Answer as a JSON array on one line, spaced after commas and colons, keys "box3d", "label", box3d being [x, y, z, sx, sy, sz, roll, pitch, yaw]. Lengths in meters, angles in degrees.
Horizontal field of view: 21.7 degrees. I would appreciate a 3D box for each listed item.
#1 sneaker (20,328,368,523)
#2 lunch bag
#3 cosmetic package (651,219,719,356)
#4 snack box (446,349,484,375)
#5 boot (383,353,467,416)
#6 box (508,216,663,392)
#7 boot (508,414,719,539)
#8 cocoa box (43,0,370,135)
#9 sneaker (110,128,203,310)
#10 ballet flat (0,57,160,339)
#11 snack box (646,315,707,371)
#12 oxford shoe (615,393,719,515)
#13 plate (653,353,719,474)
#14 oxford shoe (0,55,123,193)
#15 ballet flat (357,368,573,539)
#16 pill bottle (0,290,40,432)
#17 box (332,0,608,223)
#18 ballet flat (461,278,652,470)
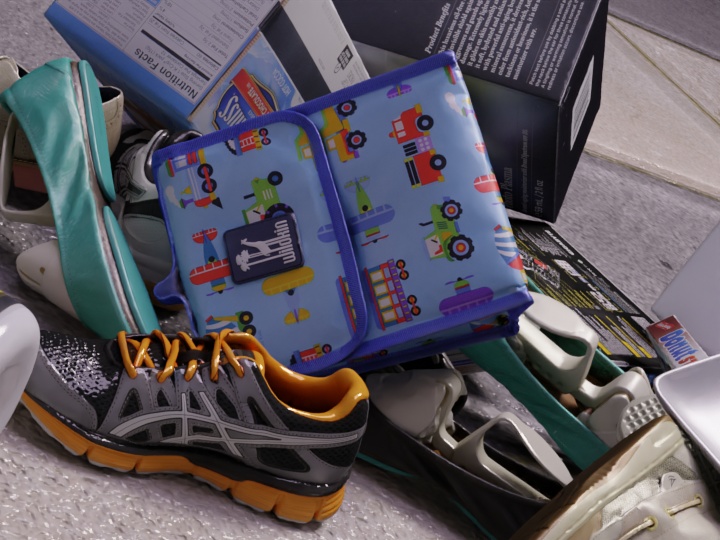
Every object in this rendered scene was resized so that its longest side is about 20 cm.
[{"box3d": [-0.086, 0.062, 0.956, 0.199, 0.078, 0.078, 19, 24, -25], "label": "sneaker"}, {"box3d": [-0.021, -0.016, 1.063, 0.094, 0.199, 0.152, 93, -20, -77], "label": "lunch bag"}, {"box3d": [0.345, 0.063, 1.401, 0.199, 0.123, 0.200, 40, 2, 25], "label": "cosmetic package"}, {"box3d": [0.046, -0.002, 1.301, 0.071, 0.024, 0.200, -8, 41, -19], "label": "snack box"}, {"box3d": [0.000, 0.000, 1.142, 0.200, 0.068, 0.131, 52, 1, -38], "label": "boot"}, {"box3d": [0.139, 0.029, 1.385, 0.159, 0.050, 0.200, 4, 32, -46], "label": "box"}, {"box3d": [0.147, 0.184, 0.979, 0.200, 0.072, 0.155, -35, 85, -41], "label": "boot"}, {"box3d": [-0.098, -0.149, 1.261, 0.133, 0.132, 0.200, 36, -7, 18], "label": "cocoa box"}, {"box3d": [-0.116, -0.054, 1.175, 0.075, 0.088, 0.200, 19, 21, -22], "label": "sneaker"}, {"box3d": [-0.165, -0.026, 1.058, 0.067, 0.070, 0.201, 66, 6, -65], "label": "ballet flat"}, {"box3d": [0.222, 0.083, 1.222, 0.200, 0.024, 0.072, -83, 148, -81], "label": "snack box"}, {"box3d": [0.238, 0.136, 1.089, 0.199, 0.058, 0.075, 25, 62, 9], "label": "oxford shoe"}, {"box3d": [0.289, 0.114, 1.053, 0.198, 0.032, 0.200, -16, 53, -29], "label": "plate"}, {"box3d": [-0.238, -0.101, 1.124, 0.199, 0.074, 0.071, 8, 27, -29], "label": "oxford shoe"}, {"box3d": [0.055, 0.098, 1.074, 0.199, 0.069, 0.068, 32, 20, 6], "label": "ballet flat"}, {"box3d": [-0.244, 0.017, 0.792, 0.199, 0.112, 0.112, 31, 20, 4], "label": "pill bottle"}, {"box3d": [0.077, -0.153, 1.440, 0.197, 0.124, 0.200, 19, -22, 13], "label": "box"}, {"box3d": [0.139, 0.073, 1.187, 0.200, 0.070, 0.067, 41, 55, -3], "label": "ballet flat"}]
